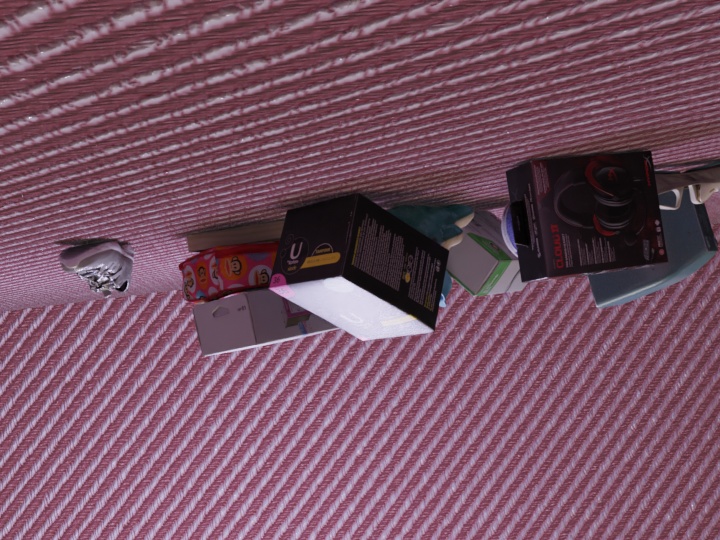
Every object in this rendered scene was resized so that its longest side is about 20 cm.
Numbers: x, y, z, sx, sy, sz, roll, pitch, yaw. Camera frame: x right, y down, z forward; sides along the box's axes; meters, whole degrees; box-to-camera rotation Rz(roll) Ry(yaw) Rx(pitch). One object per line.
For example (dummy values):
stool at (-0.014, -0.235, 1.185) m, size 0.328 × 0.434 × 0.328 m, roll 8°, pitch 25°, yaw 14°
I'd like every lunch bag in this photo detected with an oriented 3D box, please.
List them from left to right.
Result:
lunch bag at (-0.179, 0.002, 1.765) m, size 0.175 × 0.083 × 0.199 m, roll -6°, pitch 176°, yaw -35°

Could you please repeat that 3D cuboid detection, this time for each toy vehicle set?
toy vehicle set at (-0.163, -0.055, 1.777) m, size 0.198 × 0.027 × 0.124 m, roll -8°, pitch 177°, yaw 16°

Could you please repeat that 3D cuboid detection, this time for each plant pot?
plant pot at (0.493, -0.059, 1.884) m, size 0.199 × 0.198 × 0.195 m, roll -18°, pitch 173°, yaw 25°

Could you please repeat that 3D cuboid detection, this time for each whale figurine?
whale figurine at (0.094, -0.068, 1.735) m, size 0.158 × 0.104 × 0.200 m, roll -3°, pitch -155°, yaw 47°

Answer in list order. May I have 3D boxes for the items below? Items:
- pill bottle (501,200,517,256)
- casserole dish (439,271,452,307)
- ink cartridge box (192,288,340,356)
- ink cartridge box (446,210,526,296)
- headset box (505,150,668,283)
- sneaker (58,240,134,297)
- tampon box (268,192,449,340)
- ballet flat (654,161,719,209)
pill bottle at (0.282, -0.074, 1.607) m, size 0.119 × 0.121 × 0.200 m, roll -7°, pitch 177°, yaw -5°
casserole dish at (0.087, -0.023, 1.867) m, size 0.039 × 0.200 × 0.121 m, roll -42°, pitch -175°, yaw -11°
ink cartridge box at (-0.140, 0.073, 1.731) m, size 0.199 × 0.085 × 0.144 m, roll -7°, pitch 175°, yaw -44°
ink cartridge box at (0.213, -0.033, 1.919) m, size 0.200 × 0.146 × 0.084 m, roll -2°, pitch 130°, yaw -58°
headset box at (0.279, -0.067, 1.405) m, size 0.199 × 0.150 × 0.075 m, roll -6°, pitch 176°, yaw -19°
sneaker at (-0.396, 0.000, 1.704) m, size 0.074 × 0.083 × 0.200 m, roll -8°, pitch 177°, yaw 14°
tampon box at (0.000, 0.000, 1.550) m, size 0.149 × 0.127 × 0.199 m, roll -11°, pitch 149°, yaw 44°
ballet flat at (0.488, -0.126, 1.663) m, size 0.198 × 0.064 × 0.067 m, roll -7°, pitch 178°, yaw -11°
